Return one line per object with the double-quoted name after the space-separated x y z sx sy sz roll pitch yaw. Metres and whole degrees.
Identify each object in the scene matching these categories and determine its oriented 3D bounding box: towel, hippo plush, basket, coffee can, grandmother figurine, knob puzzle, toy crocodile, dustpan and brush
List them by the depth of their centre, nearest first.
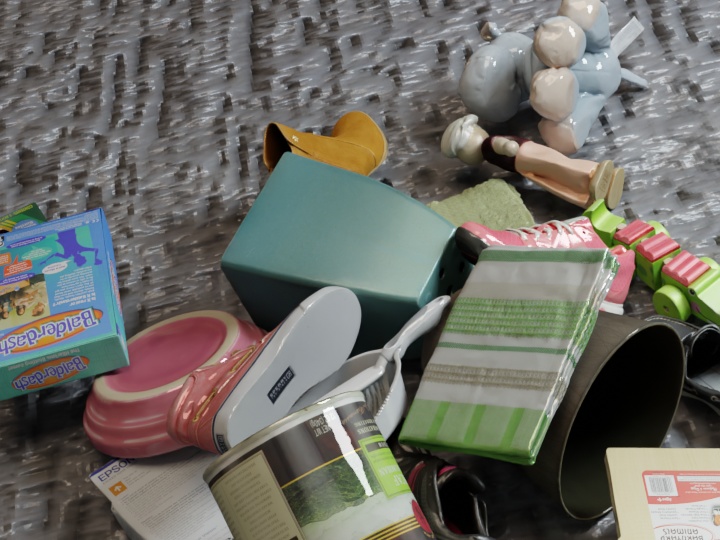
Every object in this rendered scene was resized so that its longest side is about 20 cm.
-0.017 0.217 1.315 0.145 0.147 0.201 -25 77 -14 "coffee can"
0.296 0.233 1.355 0.217 0.031 0.221 4 47 -4 "knob puzzle"
0.126 0.068 1.417 0.148 0.031 0.201 2 57 44 "towel"
0.012 0.096 1.479 0.199 0.058 0.139 -34 22 -20 "dustpan and brush"
0.159 0.095 1.482 0.199 0.136 0.182 28 90 45 "basket"
0.290 -0.006 1.616 0.067 0.062 0.200 -31 44 -19 "toy crocodile"
0.117 -0.012 1.693 0.147 0.037 0.201 -20 41 -6 "towel"
0.170 -0.116 1.754 0.199 0.121 0.061 19 82 30 "grandmother figurine"
0.191 -0.232 1.819 0.160 0.161 0.200 14 41 33 "hippo plush"

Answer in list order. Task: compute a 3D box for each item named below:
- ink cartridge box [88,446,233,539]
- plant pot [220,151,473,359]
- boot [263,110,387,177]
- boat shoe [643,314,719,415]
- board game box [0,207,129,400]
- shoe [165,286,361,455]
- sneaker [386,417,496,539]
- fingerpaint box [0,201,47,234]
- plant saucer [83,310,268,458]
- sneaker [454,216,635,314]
-0.115 0.193 1.519 0.199 0.041 0.200 -32 40 -21 "ink cartridge box"
0.000 0.000 1.608 0.198 0.142 0.142 14 60 30 "plant pot"
-0.042 -0.128 1.787 0.071 0.143 0.202 -44 36 27 "boot"
0.314 0.084 1.503 0.074 0.067 0.200 -26 42 -14 "boat shoe"
-0.312 0.032 1.647 0.150 0.045 0.201 -14 41 -2 "board game box"
-0.087 0.084 1.489 0.090 0.072 0.200 4 43 43 "shoe"
0.068 0.189 1.425 0.076 0.084 0.201 15 29 -36 "sneaker"
-0.394 0.034 1.757 0.199 0.074 0.167 -26 42 -13 "fingerpaint box"
-0.176 0.099 1.598 0.199 0.051 0.201 -19 25 9 "plant saucer"
0.174 -0.018 1.569 0.087 0.199 0.074 -65 29 3 "sneaker"
